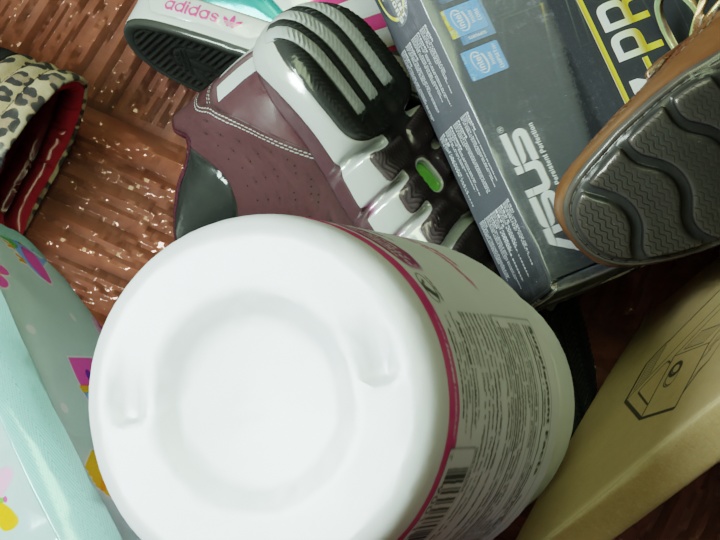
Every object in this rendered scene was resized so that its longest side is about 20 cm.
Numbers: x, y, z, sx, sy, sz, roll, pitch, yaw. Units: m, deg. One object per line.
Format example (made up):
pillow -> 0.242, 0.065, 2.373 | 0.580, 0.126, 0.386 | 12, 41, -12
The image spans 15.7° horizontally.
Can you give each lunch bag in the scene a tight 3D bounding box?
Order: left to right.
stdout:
lunch bag -> -0.110, 0.089, 0.894 | 0.122, 0.200, 0.170 | -24, 66, -11

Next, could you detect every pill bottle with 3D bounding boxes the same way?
pill bottle -> 0.001, 0.044, 0.857 | 0.113, 0.200, 0.114 | -1, 86, 18

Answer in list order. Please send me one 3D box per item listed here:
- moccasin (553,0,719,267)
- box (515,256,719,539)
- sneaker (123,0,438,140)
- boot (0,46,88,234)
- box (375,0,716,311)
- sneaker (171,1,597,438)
moccasin -> 0.149, -0.078, 0.942 | 0.201, 0.078, 0.074 | -47, 110, -2
box -> 0.138, 0.017, 0.906 | 0.021, 0.200, 0.164 | 43, 44, -4
sneaker -> 0.017, -0.112, 1.064 | 0.200, 0.084, 0.121 | 20, 72, 9
boot -> -0.215, -0.037, 1.035 | 0.150, 0.073, 0.200 | 25, 61, 13
box -> 0.093, -0.103, 0.997 | 0.161, 0.049, 0.200 | -21, 82, -19
sneaker -> 0.000, 0.000, 1.016 | 0.200, 0.115, 0.076 | 56, 37, -6
